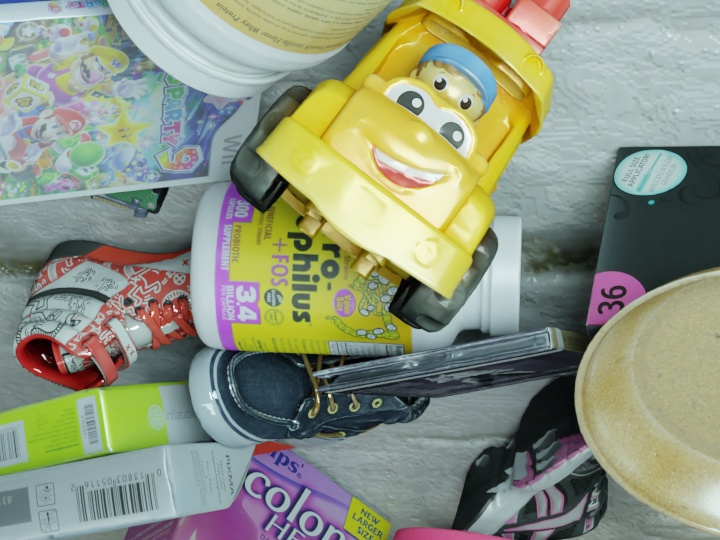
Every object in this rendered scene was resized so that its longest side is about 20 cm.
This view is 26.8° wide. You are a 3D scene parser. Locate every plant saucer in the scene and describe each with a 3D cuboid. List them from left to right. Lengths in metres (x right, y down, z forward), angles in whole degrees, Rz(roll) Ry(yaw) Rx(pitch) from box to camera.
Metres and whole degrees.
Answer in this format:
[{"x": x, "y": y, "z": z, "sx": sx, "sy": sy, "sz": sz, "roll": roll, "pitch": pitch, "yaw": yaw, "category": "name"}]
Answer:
[{"x": 0.209, "y": 0.063, "z": 0.763, "sx": 0.198, "sy": 0.036, "sz": 0.202, "roll": 10, "pitch": 134, "yaw": 10, "category": "plant saucer"}]

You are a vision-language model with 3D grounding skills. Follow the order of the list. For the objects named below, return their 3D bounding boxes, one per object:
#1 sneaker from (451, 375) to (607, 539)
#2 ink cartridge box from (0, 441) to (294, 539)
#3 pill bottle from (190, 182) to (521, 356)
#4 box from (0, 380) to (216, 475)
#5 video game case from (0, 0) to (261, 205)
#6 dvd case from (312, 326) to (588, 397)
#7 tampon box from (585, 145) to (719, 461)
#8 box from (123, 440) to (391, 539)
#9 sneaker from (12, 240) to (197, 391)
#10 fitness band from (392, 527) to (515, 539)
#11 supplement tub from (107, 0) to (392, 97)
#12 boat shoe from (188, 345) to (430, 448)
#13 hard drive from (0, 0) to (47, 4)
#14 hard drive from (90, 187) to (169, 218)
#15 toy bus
[{"x": 0.144, "y": 0.142, "z": 1.062, "sx": 0.086, "sy": 0.081, "sz": 0.200, "roll": 23, "pitch": 148, "yaw": -12, "category": "sneaker"}, {"x": -0.149, "y": 0.149, "z": 1.003, "sx": 0.158, "sy": 0.048, "sz": 0.200, "roll": -13, "pitch": 169, "yaw": 19, "category": "ink cartridge box"}, {"x": 0.000, "y": 0.000, "z": 0.933, "sx": 0.197, "sy": 0.105, "sz": 0.105, "roll": 2, "pitch": 134, "yaw": 6, "category": "pill bottle"}, {"x": -0.155, "y": 0.108, "z": 1.051, "sx": 0.121, "sy": 0.048, "sz": 0.199, "roll": -16, "pitch": 171, "yaw": 31, "category": "box"}, {"x": -0.154, "y": -0.097, "z": 0.869, "sx": 0.198, "sy": 0.018, "sz": 0.144, "roll": -8, "pitch": 141, "yaw": -18, "category": "video game case"}, {"x": 0.078, "y": 0.059, "z": 0.940, "sx": 0.147, "sy": 0.016, "sz": 0.200, "roll": -12, "pitch": 170, "yaw": 23, "category": "dvd case"}, {"x": 0.238, "y": 0.022, "z": 0.847, "sx": 0.198, "sy": 0.151, "sz": 0.127, "roll": 0, "pitch": 133, "yaw": 18, "category": "tampon box"}, {"x": -0.089, "y": 0.239, "z": 1.135, "sx": 0.175, "sy": 0.201, "sz": 0.096, "roll": 39, "pitch": 132, "yaw": -19, "category": "box"}, {"x": -0.137, "y": 0.035, "z": 1.018, "sx": 0.199, "sy": 0.109, "sz": 0.068, "roll": 2, "pitch": 134, "yaw": 17, "category": "sneaker"}, {"x": 0.119, "y": 0.229, "z": 1.125, "sx": 0.198, "sy": 0.038, "sz": 0.144, "roll": 14, "pitch": 163, "yaw": -7, "category": "fitness band"}, {"x": -0.028, "y": -0.189, "z": 0.736, "sx": 0.144, "sy": 0.145, "sz": 0.200, "roll": 37, "pitch": 133, "yaw": -18, "category": "supplement tub"}, {"x": -0.029, "y": 0.074, "z": 1.002, "sx": 0.090, "sy": 0.072, "sz": 0.200, "roll": -18, "pitch": 166, "yaw": 24, "category": "boat shoe"}, {"x": -0.239, "y": -0.141, "z": 0.836, "sx": 0.131, "sy": 0.025, "sz": 0.202, "roll": -14, "pitch": 134, "yaw": -18, "category": "hard drive"}, {"x": -0.171, "y": -0.129, "z": 0.920, "sx": 0.138, "sy": 0.038, "sz": 0.201, "roll": 19, "pitch": 135, "yaw": 1, "category": "hard drive"}, {"x": 0.039, "y": -0.080, "z": 0.780, "sx": 0.135, "sy": 0.200, "sz": 0.193, "roll": 38, "pitch": 89, "yaw": -1, "category": "toy bus"}]
